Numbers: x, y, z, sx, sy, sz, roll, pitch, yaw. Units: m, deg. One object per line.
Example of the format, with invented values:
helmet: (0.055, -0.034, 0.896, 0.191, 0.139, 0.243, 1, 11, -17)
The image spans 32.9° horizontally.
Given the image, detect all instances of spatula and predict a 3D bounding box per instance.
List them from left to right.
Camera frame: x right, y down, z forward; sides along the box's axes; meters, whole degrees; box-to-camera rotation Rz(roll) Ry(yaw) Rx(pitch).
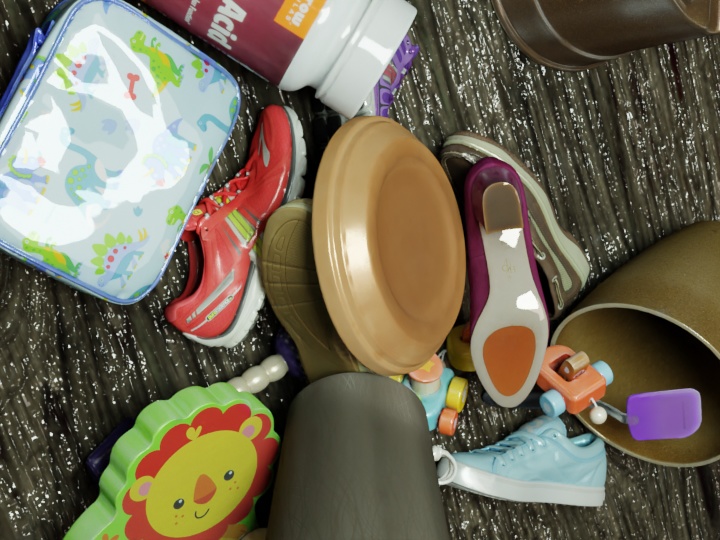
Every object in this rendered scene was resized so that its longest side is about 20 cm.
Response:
spatula: (0.204, 0.123, 1.097, 0.021, 0.198, 0.057, -56, 141, -45)

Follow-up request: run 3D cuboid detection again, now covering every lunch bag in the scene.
lunch bag: (-0.193, -0.091, 0.895, 0.160, 0.082, 0.201, 29, 82, -30)

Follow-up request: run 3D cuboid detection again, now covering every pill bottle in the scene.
pill bottle: (-0.066, -0.204, 0.898, 0.199, 0.114, 0.115, 31, 81, -6)

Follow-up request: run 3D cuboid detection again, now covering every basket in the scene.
basket: (-0.005, 0.187, 0.895, 0.135, 0.201, 0.180, 29, 127, -24)

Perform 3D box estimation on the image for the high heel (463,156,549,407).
high heel: (0.119, 0.008, 1.016, 0.067, 0.096, 0.202, -1, 108, 0)

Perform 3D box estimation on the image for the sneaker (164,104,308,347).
sneaker: (-0.100, -0.041, 0.960, 0.084, 0.077, 0.202, 19, 85, -20)

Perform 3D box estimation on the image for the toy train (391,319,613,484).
toy train: (0.113, 0.095, 1.052, 0.199, 0.150, 0.056, -24, 137, -20)

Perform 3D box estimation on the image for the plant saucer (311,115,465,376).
plant saucer: (0.031, -0.021, 0.937, 0.200, 0.037, 0.202, 20, 66, -57)

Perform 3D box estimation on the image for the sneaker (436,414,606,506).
sneaker: (0.150, 0.171, 1.132, 0.199, 0.074, 0.083, 12, 83, -38)

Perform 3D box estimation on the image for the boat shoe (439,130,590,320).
boat shoe: (0.133, -0.033, 1.082, 0.202, 0.074, 0.075, 45, 62, -25)

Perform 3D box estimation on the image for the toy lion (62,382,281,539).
toy lion: (-0.144, 0.185, 0.925, 0.199, 0.069, 0.193, -32, 133, -24)

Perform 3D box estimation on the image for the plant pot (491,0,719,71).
plant pot: (0.244, -0.276, 1.049, 0.199, 0.198, 0.203, -4, 98, -29)

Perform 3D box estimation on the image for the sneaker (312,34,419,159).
sneaker: (0.014, -0.158, 1.006, 0.083, 0.080, 0.202, -2, 97, -34)

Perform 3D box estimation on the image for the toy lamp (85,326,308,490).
toy lamp: (-0.125, 0.113, 0.973, 0.199, 0.058, 0.059, -32, 111, -21)

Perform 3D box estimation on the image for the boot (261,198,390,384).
boot: (0.000, 0.000, 0.983, 0.156, 0.072, 0.201, -52, 132, -43)

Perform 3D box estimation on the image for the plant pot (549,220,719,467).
plant pot: (0.304, 0.048, 1.146, 0.200, 0.185, 0.187, -47, 117, -38)
